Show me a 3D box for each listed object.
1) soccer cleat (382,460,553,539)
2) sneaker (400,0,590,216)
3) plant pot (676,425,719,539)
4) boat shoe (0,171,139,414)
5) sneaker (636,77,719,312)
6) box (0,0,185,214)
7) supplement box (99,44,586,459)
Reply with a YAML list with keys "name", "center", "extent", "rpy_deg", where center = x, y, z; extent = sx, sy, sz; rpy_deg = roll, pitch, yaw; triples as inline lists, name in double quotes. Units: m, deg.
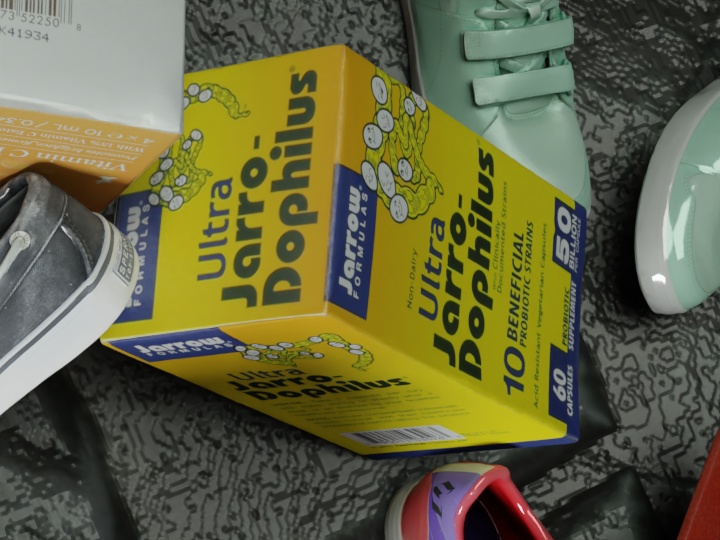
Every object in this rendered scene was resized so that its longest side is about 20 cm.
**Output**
- name: "soccer cleat"
  center: [0.079, 0.175, 0.982]
  extent: [0.068, 0.073, 0.201]
  rpy_deg: [-26, 87, -29]
- name: "sneaker"
  center: [0.073, -0.115, 1.040]
  extent: [0.073, 0.118, 0.201]
  rpy_deg: [-16, 83, -29]
- name: "plant pot"
  center: [0.246, 0.198, 0.977]
  extent: [0.176, 0.199, 0.201]
  rpy_deg: [49, 56, -39]
- name: "boat shoe"
  center: [-0.176, 0.039, 0.855]
  extent: [0.068, 0.200, 0.072]
  rpy_deg: [41, 18, -36]
- name: "sneaker"
  center: [0.217, -0.053, 1.073]
  extent: [0.201, 0.118, 0.074]
  rpy_deg: [-52, 135, -27]
- name: "box"
  center: [-0.156, -0.074, 0.877]
  extent: [0.124, 0.200, 0.098]
  rpy_deg: [6, 73, -22]
- name: "supplement box"
  center: [0.000, 0.000, 0.927]
  extent: [0.200, 0.109, 0.109]
  rpy_deg: [28, 61, -52]
